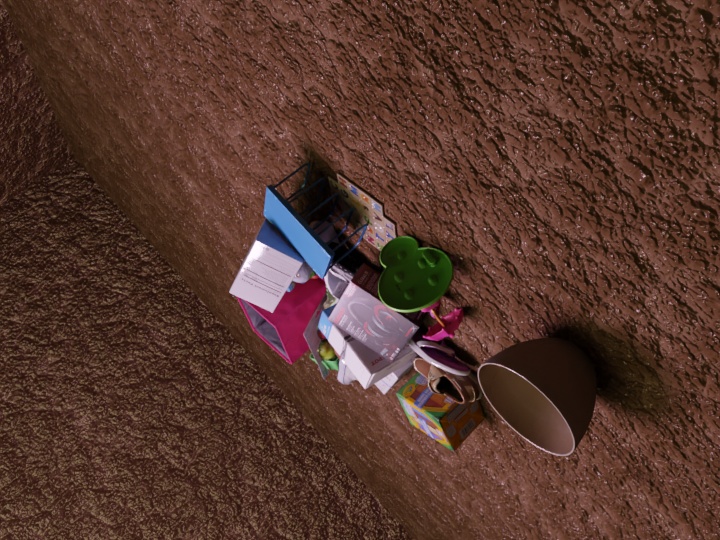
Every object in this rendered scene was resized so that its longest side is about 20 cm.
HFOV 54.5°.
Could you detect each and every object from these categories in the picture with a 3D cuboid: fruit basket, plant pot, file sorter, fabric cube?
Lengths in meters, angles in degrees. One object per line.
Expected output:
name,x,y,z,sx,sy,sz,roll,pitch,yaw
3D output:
fruit basket,-0.097,0.173,1.947,0.094,0.185,0.200,1,136,30
plant pot,0.318,0.192,1.182,0.200,0.134,0.200,42,157,22
file sorter,-0.097,-0.112,1.516,0.200,0.123,0.139,48,160,8
fabric cube,-0.207,0.107,2.025,0.196,0.199,0.200,35,154,33

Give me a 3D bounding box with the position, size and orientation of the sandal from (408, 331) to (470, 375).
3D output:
sandal,0.167,0.173,1.574,0.202,0.082,0.050,32,110,44

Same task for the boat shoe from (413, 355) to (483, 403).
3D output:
boat shoe,0.190,0.245,1.600,0.200,0.074,0.076,21,126,47

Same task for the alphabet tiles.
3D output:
alphabet tiles,0.005,-0.117,1.479,0.200,0.006,0.167,39,157,28

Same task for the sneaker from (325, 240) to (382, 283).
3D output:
sneaker,0.000,0.000,1.614,0.200,0.073,0.112,47,155,-11

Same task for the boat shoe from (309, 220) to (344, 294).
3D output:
boat shoe,-0.073,-0.029,1.694,0.065,0.073,0.201,19,125,61

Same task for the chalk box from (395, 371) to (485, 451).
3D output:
chalk box,0.179,0.318,1.698,0.200,0.125,0.124,24,147,47

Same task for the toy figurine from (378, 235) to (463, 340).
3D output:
toy figurine,0.128,0.054,1.382,0.184,0.150,0.200,57,-178,-43

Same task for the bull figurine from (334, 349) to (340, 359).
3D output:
bull figurine,-0.031,0.159,1.844,0.065,0.122,0.200,23,146,1

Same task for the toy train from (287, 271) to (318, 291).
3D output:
toy train,-0.207,-0.012,1.937,0.200,0.116,0.085,24,147,49

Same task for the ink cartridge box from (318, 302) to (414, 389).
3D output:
ink cartridge box,0.016,0.159,1.678,0.200,0.146,0.086,52,149,21

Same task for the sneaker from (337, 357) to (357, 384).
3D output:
sneaker,-0.016,0.269,1.855,0.071,0.073,0.200,30,162,13

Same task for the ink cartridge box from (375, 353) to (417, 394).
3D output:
ink cartridge box,0.060,0.229,1.847,0.145,0.085,0.200,46,158,11

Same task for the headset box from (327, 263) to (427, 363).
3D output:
headset box,0.030,0.090,1.550,0.200,0.075,0.149,34,133,2

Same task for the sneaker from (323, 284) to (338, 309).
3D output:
sneaker,-0.061,0.043,1.816,0.089,0.077,0.200,58,153,6

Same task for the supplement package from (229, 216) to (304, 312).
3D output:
supplement package,-0.209,-0.021,1.646,0.120,0.121,0.200,26,133,-10

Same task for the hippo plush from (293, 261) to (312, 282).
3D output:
hippo plush,-0.175,-0.053,1.810,0.160,0.200,0.159,20,-179,10
